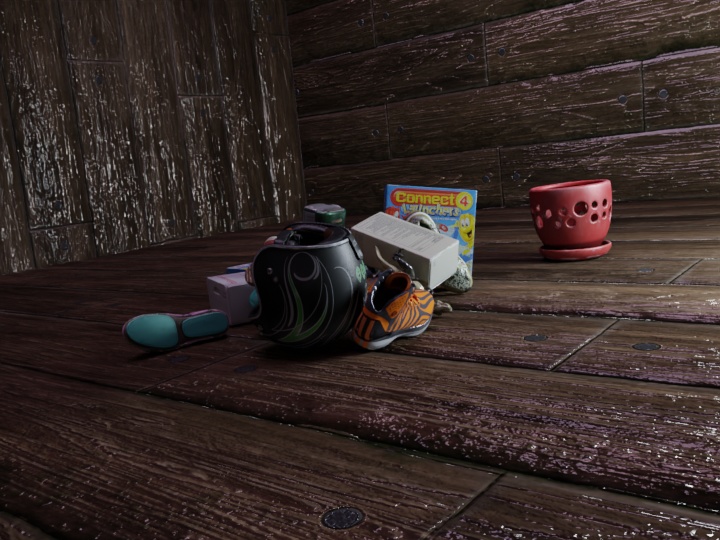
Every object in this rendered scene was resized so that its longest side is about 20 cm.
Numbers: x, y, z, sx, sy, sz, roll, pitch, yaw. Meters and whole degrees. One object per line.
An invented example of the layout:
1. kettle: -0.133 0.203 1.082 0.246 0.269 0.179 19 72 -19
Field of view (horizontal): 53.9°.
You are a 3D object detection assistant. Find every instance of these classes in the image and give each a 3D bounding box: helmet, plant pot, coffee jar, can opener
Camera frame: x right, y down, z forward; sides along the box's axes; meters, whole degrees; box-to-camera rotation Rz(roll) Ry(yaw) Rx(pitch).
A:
1. helmet: -0.087 0.032 1.153 0.196 0.194 0.200 -1 19 0
2. plant pot: 0.525 -0.125 1.768 0.197 0.186 0.201 -5 9 1
3. coffee jar: -0.092 -0.051 1.666 0.084 0.204 0.104 16 19 32
4. can opener: 0.000 0.000 1.536 0.052 0.068 0.200 -4 2 16

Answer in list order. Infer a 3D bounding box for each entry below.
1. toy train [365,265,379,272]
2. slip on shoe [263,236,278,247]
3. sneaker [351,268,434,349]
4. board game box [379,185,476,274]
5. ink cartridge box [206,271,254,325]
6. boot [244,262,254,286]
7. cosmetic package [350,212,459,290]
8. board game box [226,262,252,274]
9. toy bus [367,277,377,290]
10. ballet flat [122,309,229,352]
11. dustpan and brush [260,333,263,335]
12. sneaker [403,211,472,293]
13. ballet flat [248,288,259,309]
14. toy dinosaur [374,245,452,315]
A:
1. toy train: 0.055 -0.033 1.728 0.196 0.116 0.085 -7 8 -6
2. slip on shoe: -0.112 -0.022 1.440 0.197 0.075 0.062 8 48 16
3. sneaker: 0.072 0.049 1.145 0.077 0.113 0.199 34 35 22
4. board game box: 0.145 -0.078 1.529 0.196 0.200 0.056 3 3 -2
5. ink cartridge box: -0.205 0.047 1.484 0.197 0.087 0.147 -11 11 -27
6. boot: -0.107 0.022 1.384 0.197 0.073 0.166 -14 -32 20
7. cosmetic package: 0.085 -0.041 1.395 0.198 0.072 0.105 25 38 35
8. board game box: -0.214 0.008 1.845 0.198 0.057 0.194 -14 11 -42
9. toy bus: 0.030 0.058 1.316 0.077 0.066 0.200 -4 9 12
10. ballet flat: -0.335 0.110 1.278 0.198 0.070 0.071 -7 -10 -35
11. dustpan and brush: -0.095 0.071 1.302 0.200 0.057 0.139 -41 1 -22
12. sneaker: 0.159 -0.033 1.451 0.077 0.201 0.089 -40 3 1
13. ballet flat: -0.170 0.071 1.326 0.070 0.067 0.200 -46 -14 -7
14. toy dinosaur: 0.083 0.011 1.291 0.047 0.200 0.088 -41 -20 -10
